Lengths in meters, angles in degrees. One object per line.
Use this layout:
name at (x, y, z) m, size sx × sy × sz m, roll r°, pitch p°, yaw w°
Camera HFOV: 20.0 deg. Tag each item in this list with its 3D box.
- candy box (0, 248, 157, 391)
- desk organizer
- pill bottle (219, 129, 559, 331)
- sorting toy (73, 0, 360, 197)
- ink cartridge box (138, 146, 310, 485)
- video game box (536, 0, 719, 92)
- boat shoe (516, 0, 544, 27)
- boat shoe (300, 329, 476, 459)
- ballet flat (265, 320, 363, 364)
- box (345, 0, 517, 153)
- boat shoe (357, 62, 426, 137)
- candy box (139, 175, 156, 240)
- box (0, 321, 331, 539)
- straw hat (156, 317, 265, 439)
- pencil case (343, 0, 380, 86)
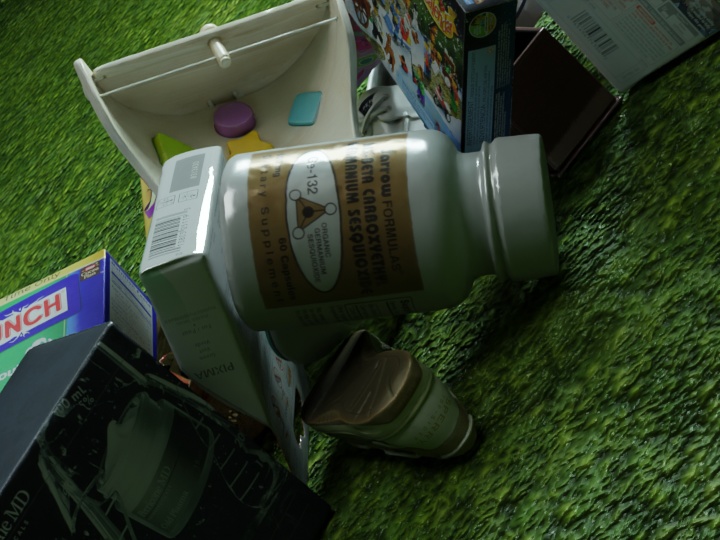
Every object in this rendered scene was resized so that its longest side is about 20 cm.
candy box at (-0.234, 0.097, 1.467) m, size 0.169 × 0.077 × 0.200 m, roll -26°, pitch 34°, yaw 12°
desk organizer at (0.097, -0.125, 1.460) m, size 0.072 × 0.077 × 0.200 m, roll -51°, pitch 20°, yaw -7°
pill bottle at (0.020, -0.029, 1.282) m, size 0.200 × 0.115 × 0.114 m, roll -7°, pitch 30°, yaw 8°
sorting toy at (-0.081, -0.091, 1.477) m, size 0.200 × 0.107 × 0.180 m, roll -19°, pitch 55°, yaw -8°
ink cartridge box at (-0.085, 0.040, 1.354) m, size 0.050 × 0.200 × 0.161 m, roll -14°, pitch 27°, yaw 8°
video game box at (0.175, -0.235, 1.317) m, size 0.182 × 0.200 × 0.047 m, roll -30°, pitch 22°, yaw 41°
boat shoe at (0.098, -0.224, 1.542) m, size 0.202 × 0.086 × 0.075 m, roll 135°, pitch 153°, yaw -76°
boat shoe at (0.016, 0.084, 1.289) m, size 0.073 × 0.063 × 0.201 m, roll -57°, pitch 13°, yaw -10°
ballet flat at (0.000, 0.000, 1.401) m, size 0.069 × 0.069 × 0.200 m, roll -36°, pitch 3°, yaw 32°
box at (0.042, -0.176, 1.352) m, size 0.038 × 0.137 × 0.200 m, roll -17°, pitch 47°, yaw -15°
boat shoe at (0.022, -0.114, 1.614) m, size 0.074 × 0.065 × 0.200 m, roll -40°, pitch 21°, yaw 23°
candy box at (-0.119, -0.071, 1.647) m, size 0.117 × 0.056 × 0.200 m, roll -45°, pitch 18°, yaw 9°
box at (-0.158, 0.174, 1.264) m, size 0.124 × 0.197 × 0.200 m, roll -19°, pitch 35°, yaw 54°
straw hat at (-0.104, 0.081, 1.486) m, size 0.201 × 0.085 × 0.201 m, roll -165°, pitch 90°, yaw -74°
pencil case at (0.003, -0.206, 1.553) m, size 0.088 × 0.087 × 0.200 m, roll -61°, pitch 10°, yaw -32°
